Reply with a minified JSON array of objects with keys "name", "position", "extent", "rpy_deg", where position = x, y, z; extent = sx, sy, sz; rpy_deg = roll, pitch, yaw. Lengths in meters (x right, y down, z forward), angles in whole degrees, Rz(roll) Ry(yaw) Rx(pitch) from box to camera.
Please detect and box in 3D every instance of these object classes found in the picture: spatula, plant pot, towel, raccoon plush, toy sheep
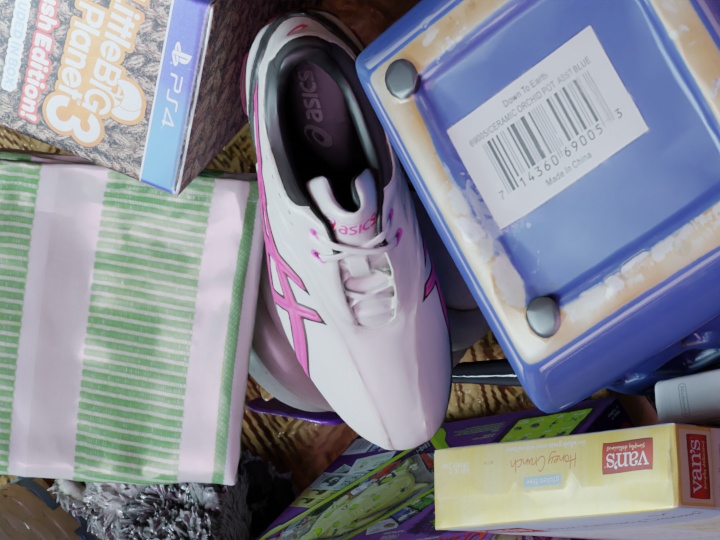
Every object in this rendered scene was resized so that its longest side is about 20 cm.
[{"name":"spatula","position":[0.031,0.060,1.110],"extent":[0.199,0.056,0.021],"rpy_deg":[-11,91,32]},{"name":"plant pot","position":[0.126,-0.063,0.907],"extent":[0.200,0.179,0.201],"rpy_deg":[-35,77,32]},{"name":"towel","position":[-0.146,0.019,0.992],"extent":[0.199,0.023,0.153],"rpy_deg":[5,95,-9]},{"name":"raccoon plush","position":[-0.114,0.171,1.169],"extent":[0.133,0.201,0.097],"rpy_deg":[-7,137,33]},{"name":"toy sheep","position":[0.000,0.000,1.059],"extent":[0.200,0.138,0.138],"rpy_deg":[-25,105,42]}]

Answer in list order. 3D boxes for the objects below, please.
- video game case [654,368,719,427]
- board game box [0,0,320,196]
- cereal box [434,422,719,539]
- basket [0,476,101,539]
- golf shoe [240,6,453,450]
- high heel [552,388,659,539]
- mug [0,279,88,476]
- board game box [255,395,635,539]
[{"name":"video game case","position":[0.244,0.052,0.952],"extent":[0.181,0.200,0.023],"rpy_deg":[-14,74,24]},{"name":"board game box","position":[-0.132,-0.142,1.021],"extent":[0.199,0.160,0.097],"rpy_deg":[22,123,11]},{"name":"cereal box","position":[0.150,0.095,0.954],"extent":[0.144,0.199,0.040],"rpy_deg":[-13,73,48]},{"name":"basket","position":[-0.231,0.218,1.225],"extent":[0.139,0.200,0.176],"rpy_deg":[41,123,-3]},{"name":"golf shoe","position":[-0.009,-0.012,0.949],"extent":[0.072,0.092,0.201],"rpy_deg":[-17,100,2]},{"name":"high heel","position":[0.178,0.116,1.083],"extent":[0.199,0.071,0.143],"rpy_deg":[12,117,19]},{"name":"mug","position":[-0.181,0.034,1.109],"extent":[0.177,0.200,0.134],"rpy_deg":[2,117,21]},{"name":"board game box","position":[0.031,0.115,1.075],"extent":[0.200,0.120,0.032],"rpy_deg":[-14,109,51]}]
